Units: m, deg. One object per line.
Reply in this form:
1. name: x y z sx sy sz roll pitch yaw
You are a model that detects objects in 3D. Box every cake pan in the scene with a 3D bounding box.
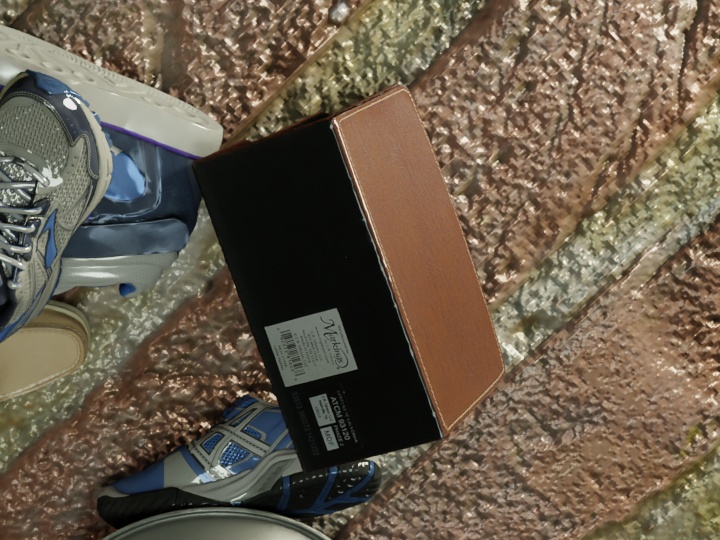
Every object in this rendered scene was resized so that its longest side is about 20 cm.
1. cake pan: -0.099 0.232 1.374 0.199 0.037 0.201 -3 136 -3

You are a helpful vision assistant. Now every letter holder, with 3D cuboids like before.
1. letter holder: 0.000 0.000 1.274 0.100 0.142 0.201 -16 98 26

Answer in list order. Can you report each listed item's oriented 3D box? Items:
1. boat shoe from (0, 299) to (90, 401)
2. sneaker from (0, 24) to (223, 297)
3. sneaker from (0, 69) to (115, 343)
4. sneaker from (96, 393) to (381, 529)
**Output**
1. boat shoe: -0.264 0.070 1.291 0.199 0.069 0.074 -12 123 -10
2. sneaker: -0.193 -0.055 1.249 0.199 0.081 0.147 20 105 -22
3. sneaker: -0.199 -0.023 1.183 0.077 0.085 0.201 25 131 5
4. sneaker: -0.080 0.130 1.358 0.199 0.077 0.076 -14 149 15
